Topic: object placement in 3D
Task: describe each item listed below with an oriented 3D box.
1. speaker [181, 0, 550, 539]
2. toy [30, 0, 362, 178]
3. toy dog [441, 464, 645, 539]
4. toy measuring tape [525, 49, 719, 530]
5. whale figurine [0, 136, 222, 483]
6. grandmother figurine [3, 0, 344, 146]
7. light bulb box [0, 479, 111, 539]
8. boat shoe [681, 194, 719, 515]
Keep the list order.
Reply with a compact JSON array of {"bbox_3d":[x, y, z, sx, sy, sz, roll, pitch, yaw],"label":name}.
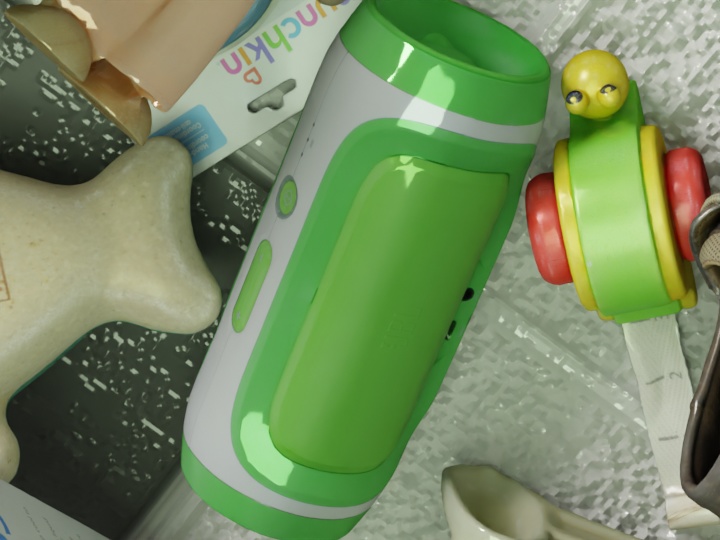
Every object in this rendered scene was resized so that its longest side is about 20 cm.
[{"bbox_3d":[0.000,0.000,0.907,0.088,0.088,0.200,23,112,0],"label":"speaker"},{"bbox_3d":[-0.086,-0.132,0.893,0.115,0.047,0.200,-30,102,19],"label":"toy"},{"bbox_3d":[0.069,0.205,0.920,0.139,0.194,0.200,17,104,-7],"label":"toy dog"},{"bbox_3d":[0.104,0.016,0.904,0.073,0.074,0.201,-10,108,13],"label":"toy measuring tape"},{"bbox_3d":[-0.154,0.008,0.935,0.199,0.104,0.160,-14,83,-1],"label":"whale figurine"},{"bbox_3d":[-0.028,-0.135,0.845,0.200,0.121,0.061,-48,57,-4],"label":"grandmother figurine"},{"bbox_3d":[-0.154,0.196,0.915,0.198,0.125,0.200,-39,145,8],"label":"light bulb box"},{"bbox_3d":[0.157,-0.004,0.841,0.073,0.074,0.201,13,82,-22],"label":"boat shoe"}]
